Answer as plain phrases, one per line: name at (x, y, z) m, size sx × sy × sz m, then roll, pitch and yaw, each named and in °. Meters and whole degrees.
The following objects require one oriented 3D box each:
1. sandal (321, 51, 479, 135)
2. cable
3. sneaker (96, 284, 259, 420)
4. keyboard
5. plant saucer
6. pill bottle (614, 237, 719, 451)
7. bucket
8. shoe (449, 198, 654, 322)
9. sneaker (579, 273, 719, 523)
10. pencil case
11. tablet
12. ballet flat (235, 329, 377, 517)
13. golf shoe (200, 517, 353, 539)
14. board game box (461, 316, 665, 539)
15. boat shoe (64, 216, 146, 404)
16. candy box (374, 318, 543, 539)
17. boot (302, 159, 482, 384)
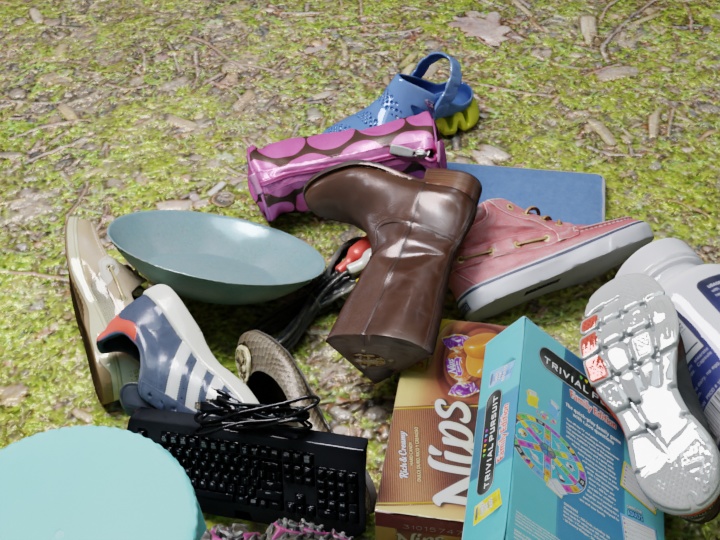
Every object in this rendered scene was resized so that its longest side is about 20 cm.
sandal at (0.040, -0.173, 1.176) m, size 0.199 × 0.088 × 0.079 m, roll -30°, pitch 51°, yaw -24°
cable at (-0.031, 0.012, 1.005) m, size 0.198 × 0.051 × 0.097 m, roll -24°, pitch 41°, yaw -21°
sneaker at (-0.137, 0.108, 0.876) m, size 0.084 × 0.075 × 0.200 m, roll -33°, pitch 65°, yaw -20°
keyboard at (-0.092, 0.140, 0.813) m, size 0.198 × 0.105 × 0.040 m, roll 4°, pitch 13°, yaw 19°
plant saucer at (-0.132, -0.007, 1.003) m, size 0.199 × 0.039 × 0.201 m, roll 11°, pitch 18°, yaw -3°
pill bottle at (0.288, 0.066, 0.886) m, size 0.110 × 0.112 × 0.201 m, roll -17°, pitch 45°, yaw -15°
bucket at (-0.185, 0.214, 0.731) m, size 0.205 × 0.136 × 0.208 m, roll -2°, pitch 42°, yaw 2°
shoe at (0.165, -0.030, 1.006) m, size 0.198 × 0.072 × 0.092 m, roll -20°, pitch 71°, yaw -13°
sneaker at (0.218, 0.098, 0.824) m, size 0.076 × 0.082 × 0.202 m, roll -19°, pitch 53°, yaw 18°
pencil case at (-0.015, -0.103, 1.085) m, size 0.198 × 0.092 × 0.094 m, roll -13°, pitch 17°, yaw 2°
tablet at (0.144, -0.062, 1.104) m, size 0.198 × 0.014 × 0.131 m, roll 6°, pitch 43°, yaw 8°
ballet flat at (-0.055, 0.123, 0.878) m, size 0.046 × 0.068 × 0.200 m, roll -21°, pitch 52°, yaw -24°
golf shoe at (-0.051, 0.215, 0.727) m, size 0.072 × 0.199 × 0.093 m, roll 18°, pitch 91°, yaw 32°
board game box at (0.149, 0.153, 0.787) m, size 0.150 × 0.047 × 0.201 m, roll 35°, pitch 40°, yaw -18°
boat shoe at (-0.221, 0.029, 0.985) m, size 0.064 × 0.073 × 0.201 m, roll -12°, pitch 49°, yaw -18°
candy box at (0.081, 0.129, 0.869) m, size 0.115 × 0.057 × 0.201 m, roll 6°, pitch 42°, yaw 8°
boot at (0.000, 0.000, 0.949) m, size 0.185 × 0.064 × 0.201 m, roll -1°, pitch 53°, yaw 32°
